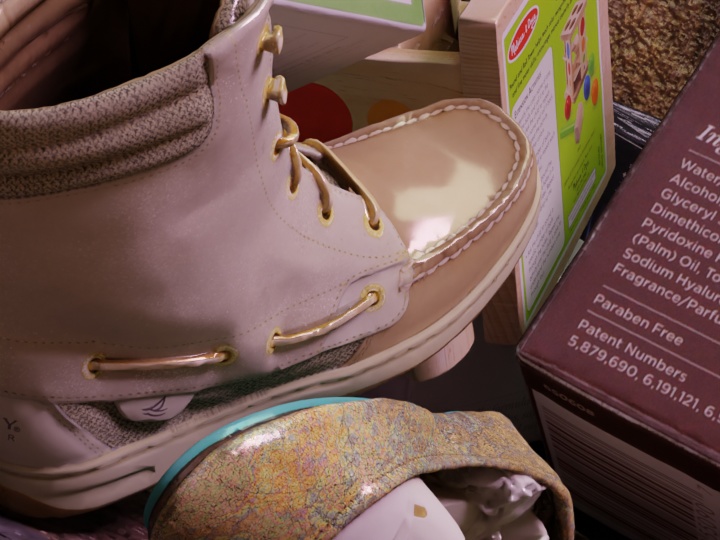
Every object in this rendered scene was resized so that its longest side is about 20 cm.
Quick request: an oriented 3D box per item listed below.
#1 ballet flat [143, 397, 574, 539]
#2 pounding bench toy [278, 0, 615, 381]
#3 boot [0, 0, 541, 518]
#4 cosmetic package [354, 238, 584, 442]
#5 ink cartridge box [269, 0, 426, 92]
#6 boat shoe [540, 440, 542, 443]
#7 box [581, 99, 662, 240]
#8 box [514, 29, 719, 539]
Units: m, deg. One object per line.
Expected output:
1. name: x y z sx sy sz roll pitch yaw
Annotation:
1. ballet flat: 0.011 0.074 0.802 0.071 0.071 0.200 28 10 23
2. pounding bench toy: -0.015 -0.046 0.945 0.155 0.125 0.200 6 34 19
3. boot: -0.027 -0.034 0.756 0.200 0.155 0.072 -29 50 -27
4. cosmetic package: 0.000 0.000 1.070 0.101 0.074 0.200 -12 31 -32
5. ink cartridge box: -0.088 -0.092 0.787 0.200 0.060 0.104 5 -17 -43
6. boat shoe: 0.085 0.047 1.153 0.072 0.072 0.200 45 -6 -16
7. box: 0.140 -0.019 1.316 0.163 0.086 0.200 17 12 -39
8. box: 0.179 0.017 0.963 0.164 0.200 0.166 28 -16 21
